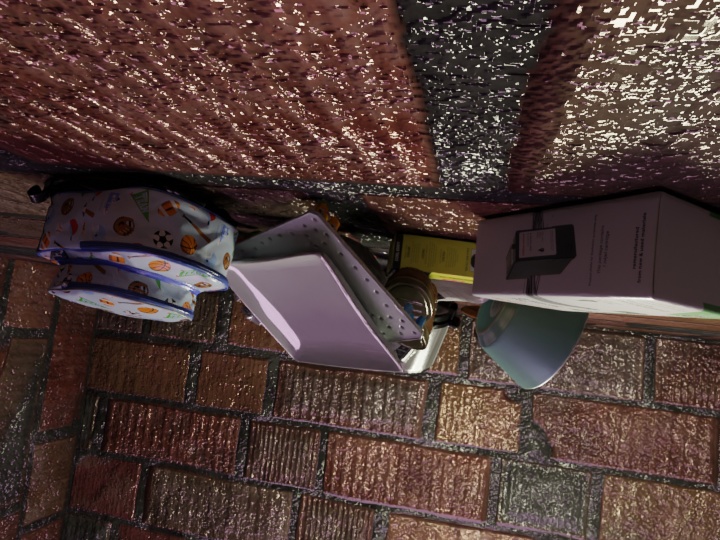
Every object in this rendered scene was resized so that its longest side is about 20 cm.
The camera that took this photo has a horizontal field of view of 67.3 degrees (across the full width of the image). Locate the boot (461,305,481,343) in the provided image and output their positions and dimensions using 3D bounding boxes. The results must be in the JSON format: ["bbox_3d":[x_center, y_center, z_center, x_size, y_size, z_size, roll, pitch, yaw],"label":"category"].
[{"bbox_3d":[0.258,0.091,1.053,0.188,0.069,0.200,-8,-165,-21],"label":"boot"}]

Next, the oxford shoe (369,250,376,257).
[{"bbox_3d":[0.000,0.000,0.906,0.075,0.071,0.200,-28,179,15],"label":"oxford shoe"}]

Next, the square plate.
[{"bbox_3d":[-0.064,0.050,0.673,0.200,0.028,0.198,-3,133,42],"label":"square plate"}]

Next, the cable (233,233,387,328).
[{"bbox_3d":[-0.057,0.036,0.785,0.200,0.069,0.200,40,124,-17],"label":"cable"}]

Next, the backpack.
[{"bbox_3d":[-0.242,-0.023,0.612,0.190,0.155,0.200,-9,164,31],"label":"backpack"}]

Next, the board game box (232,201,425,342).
[{"bbox_3d":[-0.045,0.018,0.666,0.200,0.026,0.200,-15,124,48],"label":"board game box"}]

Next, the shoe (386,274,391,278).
[{"bbox_3d":[0.069,0.048,0.952,0.091,0.072,0.200,-5,-155,44],"label":"shoe"}]

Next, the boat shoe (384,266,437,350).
[{"bbox_3d":[0.067,0.038,0.725,0.072,0.068,0.200,15,154,11],"label":"boat shoe"}]

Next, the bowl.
[{"bbox_3d":[0.251,0.071,0.840,0.105,0.201,0.201,26,173,-2],"label":"bowl"}]

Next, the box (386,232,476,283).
[{"bbox_3d":[0.138,-0.010,0.727,0.199,0.050,0.075,7,173,-2],"label":"box"}]

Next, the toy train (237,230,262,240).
[{"bbox_3d":[-0.184,-0.036,0.777,0.115,0.085,0.200,-10,177,-41],"label":"toy train"}]

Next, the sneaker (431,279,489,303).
[{"bbox_3d":[0.144,0.011,0.867,0.072,0.072,0.200,-22,-160,-36],"label":"sneaker"}]

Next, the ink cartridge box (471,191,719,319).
[{"bbox_3d":[0.226,-0.005,0.510,0.146,0.084,0.200,10,174,-28],"label":"ink cartridge box"}]

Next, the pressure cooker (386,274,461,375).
[{"bbox_3d":[0.106,0.101,1.178,0.175,0.201,0.179,3,-150,-29],"label":"pressure cooker"}]
